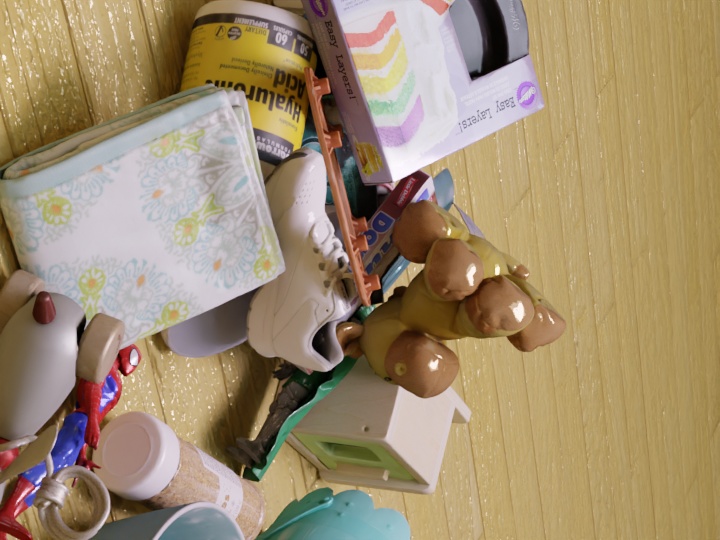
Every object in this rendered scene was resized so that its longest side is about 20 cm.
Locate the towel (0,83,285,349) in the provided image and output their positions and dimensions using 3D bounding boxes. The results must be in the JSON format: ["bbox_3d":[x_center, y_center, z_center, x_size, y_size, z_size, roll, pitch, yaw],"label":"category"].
[{"bbox_3d":[-0.161,-0.034,1.241,0.199,0.048,0.172,-24,121,-18],"label":"towel"}]

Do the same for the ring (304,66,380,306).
[{"bbox_3d":[-0.013,-0.070,1.340,0.200,0.019,0.201,-13,90,-88],"label":"ring"}]

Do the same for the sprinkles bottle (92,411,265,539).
[{"bbox_3d":[-0.149,0.181,1.387,0.200,0.068,0.069,46,53,-58],"label":"sprinkles bottle"}]

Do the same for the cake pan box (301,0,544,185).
[{"bbox_3d":[0.058,-0.193,1.416,0.200,0.052,0.185,-26,107,-32],"label":"cake pan box"}]

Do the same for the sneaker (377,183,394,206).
[{"bbox_3d":[0.001,-0.057,1.624,0.200,0.104,0.076,10,82,-65],"label":"sneaker"}]

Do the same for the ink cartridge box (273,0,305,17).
[{"bbox_3d":[0.004,-0.251,1.621,0.200,0.083,0.147,55,47,-54],"label":"ink cartridge box"}]

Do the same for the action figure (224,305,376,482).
[{"bbox_3d":[-0.048,0.100,1.533,0.200,0.055,0.118,-51,-174,-25],"label":"action figure"}]

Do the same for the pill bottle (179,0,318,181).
[{"bbox_3d":[-0.104,-0.116,1.385,0.111,0.111,0.201,30,67,-62],"label":"pill bottle"}]

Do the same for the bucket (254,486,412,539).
[{"bbox_3d":[-0.033,0.319,1.509,0.135,0.206,0.208,-37,127,-55],"label":"bucket"}]

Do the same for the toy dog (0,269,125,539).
[{"bbox_3d":[-0.238,0.089,1.142,0.096,0.131,0.201,88,4,-71],"label":"toy dog"}]

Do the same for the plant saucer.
[{"bbox_3d":[0.034,-0.017,1.650,0.200,0.027,0.200,-51,174,-7],"label":"plant saucer"}]

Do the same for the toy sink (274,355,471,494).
[{"bbox_3d":[0.014,0.154,1.656,0.200,0.130,0.113,51,49,-57],"label":"toy sink"}]

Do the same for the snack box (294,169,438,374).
[{"bbox_3d":[0.000,0.000,1.476,0.200,0.024,0.072,-53,161,-11],"label":"snack box"}]

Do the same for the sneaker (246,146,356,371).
[{"bbox_3d":[-0.039,-0.007,1.343,0.074,0.087,0.201,-33,136,-42],"label":"sneaker"}]

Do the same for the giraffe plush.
[{"bbox_3d":[0.062,0.041,1.477,0.172,0.162,0.200,37,12,-18],"label":"giraffe plush"}]

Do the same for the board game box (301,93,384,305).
[{"bbox_3d":[-0.050,-0.058,1.502,0.028,0.135,0.201,-138,-138,-67],"label":"board game box"}]

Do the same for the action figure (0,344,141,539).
[{"bbox_3d":[-0.218,0.129,1.246,0.066,0.051,0.200,113,1,-52],"label":"action figure"}]

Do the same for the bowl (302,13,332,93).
[{"bbox_3d":[0.024,-0.174,1.537,0.201,0.200,0.040,61,38,-49],"label":"bowl"}]

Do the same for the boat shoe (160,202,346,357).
[{"bbox_3d":[-0.098,0.004,1.440,0.200,0.065,0.074,-32,129,-22],"label":"boat shoe"}]

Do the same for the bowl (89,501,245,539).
[{"bbox_3d":[-0.177,0.276,1.300,0.201,0.105,0.202,-21,114,-62],"label":"bowl"}]
